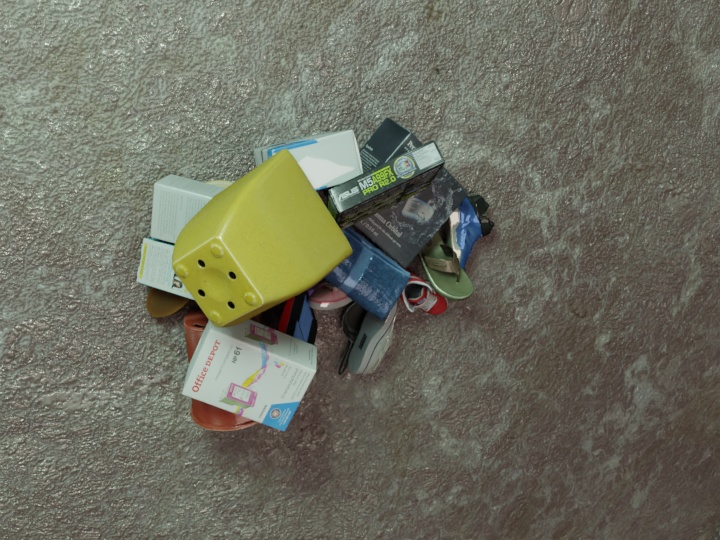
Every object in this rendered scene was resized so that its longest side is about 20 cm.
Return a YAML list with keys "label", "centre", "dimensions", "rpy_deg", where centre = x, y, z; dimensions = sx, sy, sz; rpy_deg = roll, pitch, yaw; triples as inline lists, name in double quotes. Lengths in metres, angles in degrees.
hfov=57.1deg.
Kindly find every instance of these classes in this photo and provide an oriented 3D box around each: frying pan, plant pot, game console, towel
- label: "frying pan"
  centre: [0.006, 0.140, 1.475]
  dimensions: [0.113, 0.031, 0.193]
  rpy_deg: [-6, 120, -21]
- label: "plant pot"
  centre: [-0.254, 0.170, 1.292]
  dimensions: [0.197, 0.201, 0.199]
  rpy_deg: [-14, 112, -16]
- label: "plant pot"
  centre: [-0.167, -0.028, 1.002]
  dimensions: [0.192, 0.200, 0.197]
  rpy_deg: [-25, 105, 34]
- label: "game console"
  centre: [-0.122, 0.131, 1.310]
  dimensions: [0.030, 0.179, 0.202]
  rpy_deg: [8, 145, 12]
- label: "towel"
  centre: [0.000, 0.000, 1.297]
  dimensions: [0.199, 0.048, 0.113]
  rpy_deg: [38, 77, -21]

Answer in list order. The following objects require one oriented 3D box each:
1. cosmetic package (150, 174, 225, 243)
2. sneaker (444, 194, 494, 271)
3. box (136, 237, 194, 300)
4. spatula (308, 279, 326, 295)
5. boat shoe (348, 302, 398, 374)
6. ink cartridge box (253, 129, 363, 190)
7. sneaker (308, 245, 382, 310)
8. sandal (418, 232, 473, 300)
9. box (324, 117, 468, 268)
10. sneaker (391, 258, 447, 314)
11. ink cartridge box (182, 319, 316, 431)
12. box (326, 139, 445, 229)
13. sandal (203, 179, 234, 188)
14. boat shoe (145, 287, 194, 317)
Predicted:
- label: "cosmetic package"
  centre: [-0.261, -0.092, 1.165]
  dimensions: [0.196, 0.071, 0.103]
  rpy_deg: [15, 113, 5]
- label: "sneaker"
  centre: [0.242, -0.067, 1.445]
  dimensions: [0.109, 0.077, 0.204]
  rpy_deg: [-11, 113, -7]
- label: "box"
  centre: [-0.301, 0.003, 1.176]
  dimensions: [0.049, 0.197, 0.084]
  rpy_deg: [-3, 106, -68]
- label: "spatula"
  centre: [-0.159, 0.038, 1.357]
  dimensions: [0.196, 0.021, 0.058]
  rpy_deg: [0, 117, -23]
- label: "boat shoe"
  centre: [0.041, 0.142, 1.437]
  dimensions: [0.065, 0.072, 0.203]
  rpy_deg: [11, 112, -33]
- label: "ink cartridge box"
  centre: [-0.097, -0.187, 1.157]
  dimensions: [0.144, 0.200, 0.088]
  rpy_deg: [-17, 106, -15]
- label: "sneaker"
  centre: [-0.028, 0.005, 1.353]
  dimensions: [0.198, 0.075, 0.107]
  rpy_deg: [-21, 115, -33]
- label: "sandal"
  centre: [0.165, -0.025, 1.380]
  dimensions: [0.079, 0.057, 0.203]
  rpy_deg: [-30, 83, -20]
- label: "box"
  centre: [0.071, -0.151, 1.306]
  dimensions: [0.196, 0.118, 0.201]
  rpy_deg: [38, 96, -33]
- label: "sneaker"
  centre: [0.137, 0.059, 1.442]
  dimensions: [0.199, 0.113, 0.072]
  rpy_deg: [35, 100, -33]
- label: "ink cartridge box"
  centre: [-0.193, 0.173, 1.156]
  dimensions: [0.197, 0.085, 0.146]
  rpy_deg: [23, 112, -12]
- label: "box"
  centre: [0.037, -0.140, 1.138]
  dimensions: [0.197, 0.160, 0.045]
  rpy_deg: [-26, 85, -8]
- label: "sandal"
  centre: [-0.215, -0.114, 1.226]
  dimensions: [0.208, 0.070, 0.079]
  rpy_deg: [5, 113, -25]
- label: "boat shoe"
  centre: [-0.316, 0.022, 1.245]
  dimensions: [0.198, 0.070, 0.071]
  rpy_deg: [-34, 81, 18]
